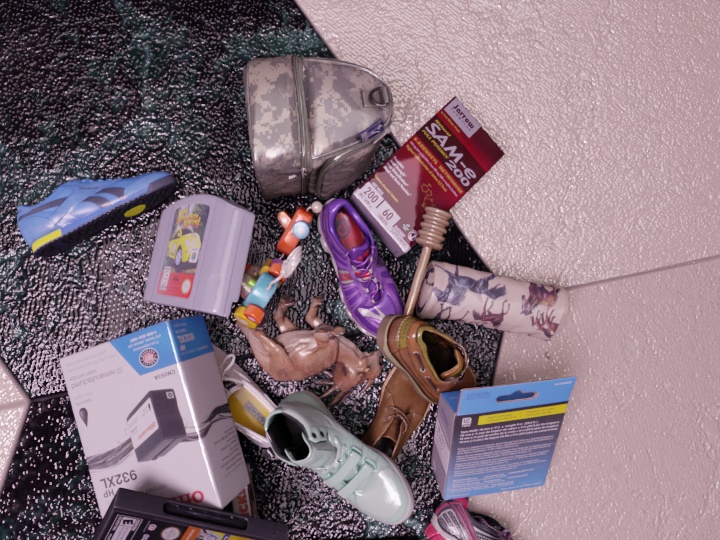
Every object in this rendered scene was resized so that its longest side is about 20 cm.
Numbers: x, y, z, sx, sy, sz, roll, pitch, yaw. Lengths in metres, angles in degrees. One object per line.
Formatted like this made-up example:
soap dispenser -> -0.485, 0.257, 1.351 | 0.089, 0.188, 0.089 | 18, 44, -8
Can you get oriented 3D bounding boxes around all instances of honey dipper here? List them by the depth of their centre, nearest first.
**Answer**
honey dipper -> 0.069, 0.020, 0.751 | 0.037, 0.038, 0.205 | 18, 90, -5

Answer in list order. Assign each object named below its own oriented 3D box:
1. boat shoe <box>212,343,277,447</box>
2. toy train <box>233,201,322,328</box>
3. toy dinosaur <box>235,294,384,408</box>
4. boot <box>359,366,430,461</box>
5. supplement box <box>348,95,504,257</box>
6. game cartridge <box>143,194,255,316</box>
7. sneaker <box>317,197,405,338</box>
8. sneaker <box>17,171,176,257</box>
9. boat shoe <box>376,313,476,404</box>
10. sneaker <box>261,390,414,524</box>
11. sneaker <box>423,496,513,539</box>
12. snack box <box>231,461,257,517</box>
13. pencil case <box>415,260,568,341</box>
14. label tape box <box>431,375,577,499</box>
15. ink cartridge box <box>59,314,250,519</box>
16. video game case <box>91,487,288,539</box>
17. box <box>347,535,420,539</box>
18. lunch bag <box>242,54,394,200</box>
boat shoe -> -0.169, 0.147, 0.723 | 0.202, 0.086, 0.075 | 43, 69, -2
toy train -> -0.109, -0.018, 0.715 | 0.055, 0.201, 0.152 | 31, 105, -9
toy dinosaur -> -0.071, 0.113, 0.754 | 0.195, 0.086, 0.138 | 0, 119, 8
boot -> 0.050, 0.191, 0.761 | 0.073, 0.075, 0.203 | 30, 80, -2
supplement box -> 0.090, -0.127, 0.806 | 0.200, 0.061, 0.109 | -44, 92, -10
game cartridge -> -0.196, -0.021, 0.695 | 0.040, 0.198, 0.136 | 21, 77, -40
sneaker -> 0.000, 0.000, 0.768 | 0.080, 0.083, 0.203 | -29, 91, -9
sneaker -> -0.335, -0.093, 0.742 | 0.197, 0.066, 0.080 | -26, 84, -9
boat shoe -> 0.100, 0.122, 0.730 | 0.199, 0.067, 0.073 | 37, 64, -40
sneaker -> -0.029, 0.225, 0.661 | 0.199, 0.118, 0.074 | 40, 98, 11
sneaker -> 0.180, 0.370, 0.757 | 0.198, 0.081, 0.075 | 35, 79, -3
snack box -> -0.133, 0.347, 0.720 | 0.024, 0.072, 0.205 | -9, 86, -9
pencil case -> 0.170, 0.041, 0.787 | 0.195, 0.090, 0.080 | 10, 74, -4
label tape box -> 0.170, 0.189, 0.727 | 0.140, 0.064, 0.204 | -5, 125, -9
ink cartridge box -> -0.224, 0.169, 0.648 | 0.142, 0.084, 0.205 | -18, 87, 11
video game case -> -0.198, 0.311, 0.627 | 0.178, 0.026, 0.201 | 22, 123, -21
box -> -0.011, 0.451, 0.740 | 0.188, 0.047, 0.206 | 0, 83, -10
lunch bag -> -0.052, -0.170, 0.721 | 0.163, 0.200, 0.143 | -8, 85, -7
